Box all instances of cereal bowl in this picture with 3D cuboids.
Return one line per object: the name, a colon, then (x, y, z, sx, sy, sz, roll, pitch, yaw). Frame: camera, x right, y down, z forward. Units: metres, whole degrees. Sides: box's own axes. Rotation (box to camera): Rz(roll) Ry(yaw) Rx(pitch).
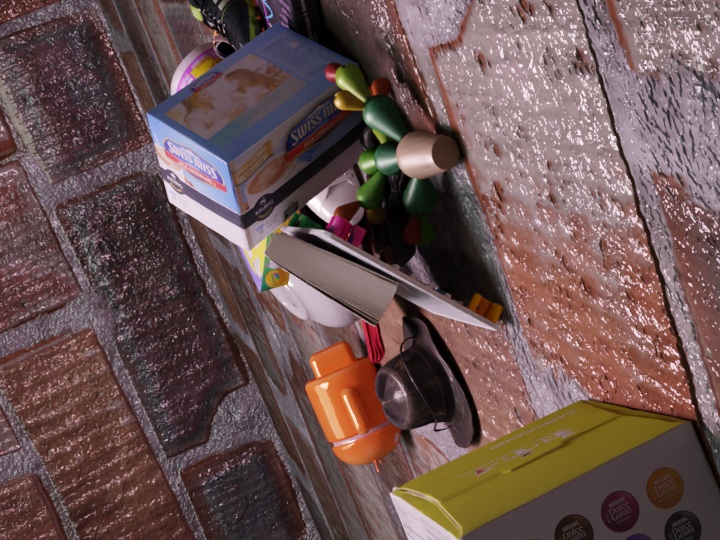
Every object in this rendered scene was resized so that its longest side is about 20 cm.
cereal bowl: (-0.079, 0.007, 1.694, 0.200, 0.083, 0.200, 42, 163, 16)

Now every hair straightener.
hair straightener: (0.041, -0.082, 1.299, 0.077, 0.041, 0.200, 29, 142, 33)

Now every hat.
hat: (0.065, 0.152, 1.501, 0.201, 0.081, 0.201, 59, 167, 23)

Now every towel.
towel: (0.000, 0.000, 1.510, 0.145, 0.022, 0.200, 80, 179, -53)

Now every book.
book: (-0.031, 0.004, 1.264, 0.133, 0.048, 0.200, 29, 179, 1)

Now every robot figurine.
robot figurine: (-0.009, 0.209, 1.841, 0.144, 0.116, 0.200, -25, 88, 50)

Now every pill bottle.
pill bottle: (-0.153, -0.210, 1.611, 0.200, 0.104, 0.104, 40, 159, 20)

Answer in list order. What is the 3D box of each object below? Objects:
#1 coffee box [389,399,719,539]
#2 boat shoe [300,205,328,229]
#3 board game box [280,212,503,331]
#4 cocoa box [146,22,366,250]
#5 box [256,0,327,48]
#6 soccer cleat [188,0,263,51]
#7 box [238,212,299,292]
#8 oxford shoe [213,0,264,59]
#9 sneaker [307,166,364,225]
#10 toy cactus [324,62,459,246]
coffee box: (0.169, 0.235, 0.959, 0.198, 0.199, 0.200, 67, 168, -4)
boat shoe: (-0.095, -0.118, 1.702, 0.074, 0.060, 0.200, 39, 150, 64)
board game box: (0.029, -0.003, 1.233, 0.200, 0.026, 0.200, 29, 176, -15)
cocoa box: (-0.106, -0.148, 1.302, 0.133, 0.200, 0.131, 32, 148, 30)
box: (-0.087, -0.309, 1.371, 0.143, 0.036, 0.200, 53, 165, 45)
soccer cleat: (-0.167, -0.318, 1.495, 0.068, 0.081, 0.200, 76, 177, -48)
box: (-0.123, -0.077, 1.544, 0.117, 0.048, 0.200, 62, 155, 30)
oxford shoe: (-0.166, -0.325, 1.580, 0.200, 0.073, 0.071, 61, 167, 23)
sneaker: (-0.054, -0.147, 1.451, 0.200, 0.073, 0.085, 62, 165, 10)
toy cactus: (0.031, -0.110, 1.157, 0.165, 0.102, 0.200, 5, 114, 63)
